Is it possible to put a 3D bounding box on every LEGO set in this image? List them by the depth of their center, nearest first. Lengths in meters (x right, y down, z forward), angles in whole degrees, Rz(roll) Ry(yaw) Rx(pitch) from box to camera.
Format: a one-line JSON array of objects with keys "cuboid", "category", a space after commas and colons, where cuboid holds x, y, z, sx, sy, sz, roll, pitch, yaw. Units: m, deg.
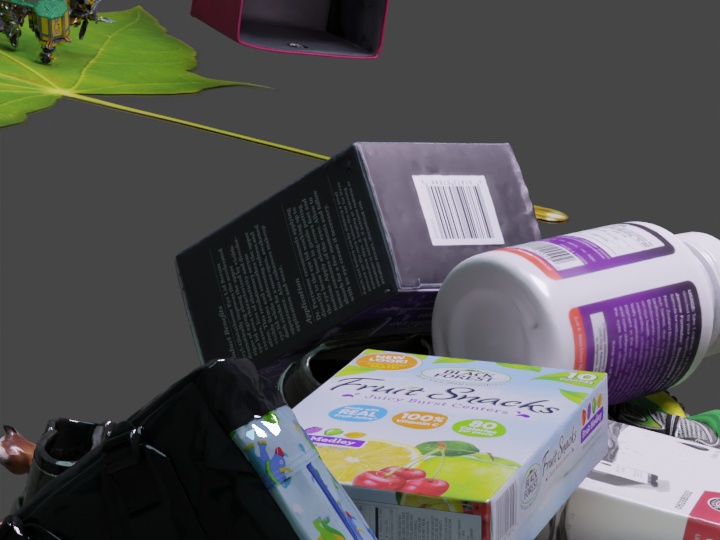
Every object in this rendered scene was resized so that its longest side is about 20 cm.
[{"cuboid": [-0.379, -0.281, 2.904, 0.199, 0.116, 0.154, 9, 42, 8], "category": "LEGO set"}]

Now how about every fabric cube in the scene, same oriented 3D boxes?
[{"cuboid": [-0.084, -0.385, 3.310, 0.196, 0.201, 0.199, 4, 12, -23], "category": "fabric cube"}]

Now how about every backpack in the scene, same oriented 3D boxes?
[{"cuboid": [-0.041, 0.159, 1.068, 0.200, 0.163, 0.154, 53, 15, 16], "category": "backpack"}]

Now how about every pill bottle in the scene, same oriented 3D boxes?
[{"cuboid": [0.150, 0.030, 1.654, 0.200, 0.112, 0.111, -11, 24, -42], "category": "pill bottle"}]

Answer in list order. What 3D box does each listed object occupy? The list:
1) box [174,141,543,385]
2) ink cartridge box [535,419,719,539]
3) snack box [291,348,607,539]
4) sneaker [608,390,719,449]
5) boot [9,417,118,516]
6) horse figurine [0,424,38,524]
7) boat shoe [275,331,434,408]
[{"cuboid": [0.000, 0.000, 1.732, 0.148, 0.105, 0.200, -3, -20, -43], "category": "box"}, {"cuboid": [0.139, 0.142, 1.489, 0.199, 0.083, 0.147, 15, 14, 14], "category": "ink cartridge box"}, {"cuboid": [0.031, 0.097, 1.341, 0.142, 0.053, 0.200, 7, 18, 21], "category": "snack box"}, {"cuboid": [0.182, 0.123, 1.662, 0.085, 0.078, 0.200, -2, 8, -21], "category": "sneaker"}, {"cuboid": [-0.145, 0.139, 1.165, 0.067, 0.131, 0.200, 9, 13, -3], "category": "boot"}, {"cuboid": [-0.117, 0.130, 1.400, 0.199, 0.050, 0.133, 8, 7, 7], "category": "horse figurine"}, {"cuboid": [0.045, 0.075, 1.697, 0.199, 0.071, 0.064, -3, -27, -26], "category": "boat shoe"}]
